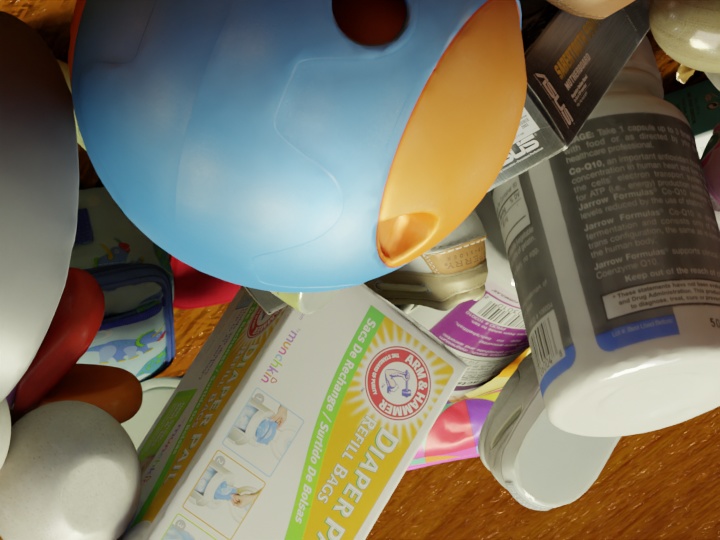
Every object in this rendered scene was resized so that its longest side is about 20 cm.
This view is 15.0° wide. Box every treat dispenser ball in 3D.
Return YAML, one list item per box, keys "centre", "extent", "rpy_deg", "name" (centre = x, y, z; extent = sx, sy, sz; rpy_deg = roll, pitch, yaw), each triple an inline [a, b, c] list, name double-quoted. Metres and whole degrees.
- centre: [-0.027, -0.090, 1.194]
  extent: [0.200, 0.201, 0.201]
  rpy_deg: [-12, 158, -5]
  name: "treat dispenser ball"

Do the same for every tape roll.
- centre: [-0.211, -0.027, 1.238]
  extent: [0.066, 0.201, 0.200]
  rpy_deg: [10, 148, -42]
  name: "tape roll"

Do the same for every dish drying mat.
- centre: [-0.079, -0.024, 1.569]
  extent: [0.077, 0.018, 0.200]
  rpy_deg: [-11, 158, -11]
  name: "dish drying mat"

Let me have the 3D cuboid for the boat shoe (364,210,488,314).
- centre: [0.000, 0.000, 1.512]
  extent: [0.075, 0.069, 0.200]
  rpy_deg: [-20, -178, -30]
  name: "boat shoe"

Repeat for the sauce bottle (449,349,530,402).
- centre: [0.137, 0.026, 1.756]
  extent: [0.200, 0.066, 0.066]
  rpy_deg: [-20, 157, 14]
  name: "sauce bottle"

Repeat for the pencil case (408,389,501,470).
- centre: [0.041, 0.096, 1.843]
  extent: [0.200, 0.089, 0.088]
  rpy_deg: [-15, 158, 2]
  name: "pencil case"

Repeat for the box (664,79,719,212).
- centre: [0.269, -0.086, 1.540]
  extent: [0.200, 0.049, 0.082]
  rpy_deg: [-19, 129, 14]
  name: "box"

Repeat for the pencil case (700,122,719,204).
- centre: [0.269, -0.100, 1.447]
  extent: [0.087, 0.088, 0.200]
  rpy_deg: [10, 133, -44]
  name: "pencil case"

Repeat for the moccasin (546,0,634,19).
- centre: [0.151, -0.187, 1.240]
  extent: [0.201, 0.074, 0.078]
  rpy_deg: [-27, 158, 33]
  name: "moccasin"

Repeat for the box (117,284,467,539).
- centre: [-0.050, 0.103, 1.437]
  extent: [0.101, 0.200, 0.112]
  rpy_deg: [37, 161, -16]
  name: "box"

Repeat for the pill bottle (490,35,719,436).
- centre: [0.131, -0.023, 1.451]
  extent: [0.114, 0.200, 0.114]
  rpy_deg: [-11, 158, -4]
  name: "pill bottle"

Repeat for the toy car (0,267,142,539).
- centre: [-0.198, 0.052, 1.392]
  extent: [0.200, 0.150, 0.175]
  rpy_deg: [26, 174, -36]
  name: "toy car"

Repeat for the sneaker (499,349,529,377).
- centre: [0.130, -0.003, 1.664]
  extent: [0.078, 0.077, 0.200]
  rpy_deg: [7, 149, -37]
  name: "sneaker"

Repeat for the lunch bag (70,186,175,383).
- centre: [-0.204, 0.023, 1.530]
  extent: [0.200, 0.083, 0.161]
  rpy_deg: [-10, 155, -12]
  name: "lunch bag"

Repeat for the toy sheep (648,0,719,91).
- centre: [0.230, -0.140, 1.325]
  extent: [0.200, 0.138, 0.138]
  rpy_deg: [-12, 159, -18]
  name: "toy sheep"

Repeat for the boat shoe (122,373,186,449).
- centre: [-0.071, 0.083, 1.587]
  extent: [0.200, 0.073, 0.062]
  rpy_deg: [-23, 174, 20]
  name: "boat shoe"

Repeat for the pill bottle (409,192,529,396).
- centre: [0.059, 0.006, 1.597]
  extent: [0.112, 0.112, 0.200]
  rpy_deg: [-1, 155, -29]
  name: "pill bottle"

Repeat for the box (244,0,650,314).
- centre: [0.039, -0.071, 1.366]
  extent: [0.200, 0.048, 0.158]
  rpy_deg: [-28, -165, 34]
  name: "box"

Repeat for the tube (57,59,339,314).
- centre: [-0.091, -0.051, 1.319]
  extent: [0.052, 0.200, 0.058]
  rpy_deg: [-33, 148, -48]
  name: "tube"

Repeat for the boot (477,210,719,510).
- centre: [0.138, 0.042, 1.570]
  extent: [0.200, 0.074, 0.096]
  rpy_deg: [-50, -161, -3]
  name: "boot"
